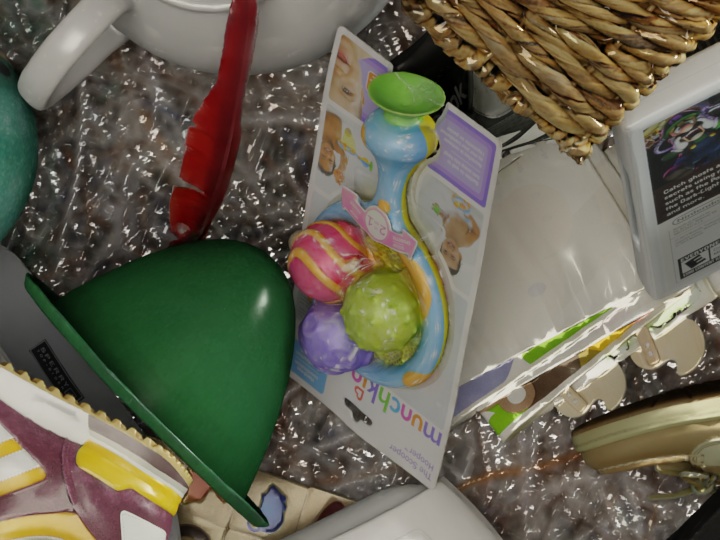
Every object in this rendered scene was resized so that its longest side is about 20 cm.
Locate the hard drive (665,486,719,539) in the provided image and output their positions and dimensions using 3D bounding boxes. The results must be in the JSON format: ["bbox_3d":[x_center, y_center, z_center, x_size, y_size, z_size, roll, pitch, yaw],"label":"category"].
[{"bbox_3d":[0.224,0.143,1.407,0.140,0.038,0.200,34,137,-1],"label":"hard drive"}]

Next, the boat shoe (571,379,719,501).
[{"bbox_3d":[0.202,0.082,1.445,0.199,0.073,0.063,-8,92,8],"label":"boat shoe"}]

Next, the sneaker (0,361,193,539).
[{"bbox_3d":[-0.180,0.086,1.361,0.199,0.075,0.090,24,76,8],"label":"sneaker"}]

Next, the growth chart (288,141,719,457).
[{"bbox_3d":[0.078,0.009,1.465,0.199,0.018,0.145,-23,78,9],"label":"growth chart"}]

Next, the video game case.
[{"bbox_3d":[0.210,-0.074,1.362,0.200,0.182,0.023,-26,64,-3],"label":"video game case"}]

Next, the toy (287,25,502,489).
[{"bbox_3d":[0.000,0.000,1.412,0.115,0.047,0.201,38,130,34],"label":"toy"}]

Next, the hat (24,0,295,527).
[{"bbox_3d":[-0.045,0.001,1.424,0.176,0.200,0.166,-45,75,-3],"label":"hat"}]

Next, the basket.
[{"bbox_3d":[0.088,-0.172,1.283,0.143,0.200,0.149,39,110,-20],"label":"basket"}]

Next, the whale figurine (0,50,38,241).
[{"bbox_3d":[-0.232,-0.053,1.403,0.159,0.200,0.104,-45,64,20],"label":"whale figurine"}]

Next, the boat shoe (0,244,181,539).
[{"bbox_3d":[-0.157,0.080,1.498,0.057,0.069,0.200,-31,87,40],"label":"boat shoe"}]

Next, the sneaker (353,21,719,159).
[{"bbox_3d":[0.083,-0.096,1.426,0.199,0.090,0.067,-20,73,10],"label":"sneaker"}]

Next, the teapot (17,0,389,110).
[{"bbox_3d":[-0.065,-0.180,1.415,0.197,0.146,0.201,-2,97,8],"label":"teapot"}]

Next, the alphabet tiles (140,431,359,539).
[{"bbox_3d":[-0.081,0.177,1.526,0.199,0.006,0.167,18,98,5],"label":"alphabet tiles"}]

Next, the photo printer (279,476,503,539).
[{"bbox_3d":[-0.001,0.205,1.480,0.200,0.069,0.167,-28,91,8],"label":"photo printer"}]
